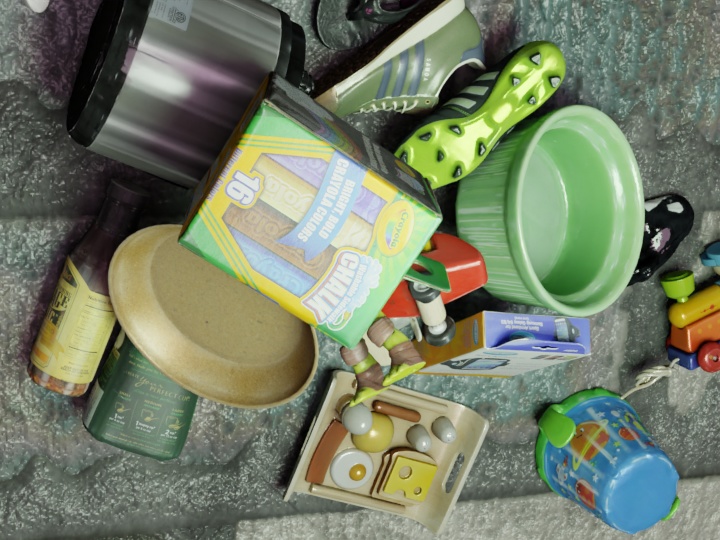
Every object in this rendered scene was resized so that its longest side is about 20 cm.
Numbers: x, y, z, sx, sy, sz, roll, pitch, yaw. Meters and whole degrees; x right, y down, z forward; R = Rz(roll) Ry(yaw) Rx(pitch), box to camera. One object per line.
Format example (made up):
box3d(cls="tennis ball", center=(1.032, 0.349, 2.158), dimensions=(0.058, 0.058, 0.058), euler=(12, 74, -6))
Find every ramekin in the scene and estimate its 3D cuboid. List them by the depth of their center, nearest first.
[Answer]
box3d(cls="ramekin", center=(0.185, -0.057, 1.115), dimensions=(0.198, 0.097, 0.204), euler=(-1, 91, -41))

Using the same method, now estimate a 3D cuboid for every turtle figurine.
box3d(cls="turtle figurine", center=(-0.018, 0.032, 0.983), dimensions=(0.199, 0.064, 0.163), euler=(-33, 79, 29))

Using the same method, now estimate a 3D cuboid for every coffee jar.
box3d(cls="coffee jar", center=(-0.185, 0.070, 1.069), dimensions=(0.103, 0.085, 0.203), euler=(21, 101, -16))

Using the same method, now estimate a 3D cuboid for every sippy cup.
box3d(cls="sippy cup", center=(0.284, 0.221, 1.262), dimensions=(0.175, 0.130, 0.142), euler=(-3, 110, -19))

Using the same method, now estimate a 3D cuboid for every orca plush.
box3d(cls="orca plush", center=(0.285, -0.018, 1.214), dimensions=(0.197, 0.071, 0.107), euler=(-16, 112, -14))

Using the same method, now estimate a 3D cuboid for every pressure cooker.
box3d(cls="pressure cooker", center=(-0.134, -0.156, 0.960), dimensions=(0.197, 0.179, 0.179), euler=(19, 98, -23))

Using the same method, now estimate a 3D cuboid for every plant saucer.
box3d(cls="plant saucer", center=(-0.121, 0.033, 0.964), dimensions=(0.197, 0.036, 0.203), euler=(14, 132, 16))

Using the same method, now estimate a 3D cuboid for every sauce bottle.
box3d(cls="sauce bottle", center=(-0.248, 0.014, 1.042), dimensions=(0.065, 0.066, 0.203), euler=(19, 98, -24))

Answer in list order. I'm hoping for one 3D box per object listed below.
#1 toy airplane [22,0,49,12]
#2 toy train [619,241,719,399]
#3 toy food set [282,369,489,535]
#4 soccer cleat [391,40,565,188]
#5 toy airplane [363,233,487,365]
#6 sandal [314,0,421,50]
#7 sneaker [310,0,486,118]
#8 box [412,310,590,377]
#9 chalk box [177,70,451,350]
box3d(cls="toy airplane", center=(-0.313, -0.269, 0.878), dimensions=(0.197, 0.141, 0.202), euler=(-30, 115, -8))
box3d(cls="toy train", center=(0.364, 0.054, 1.265), dimensions=(0.197, 0.085, 0.117), euler=(-24, 104, -10))
box3d(cls="toy food set", center=(0.028, 0.200, 1.202), dimensions=(0.197, 0.060, 0.146), euler=(18, 101, -23))
box3d(cls="soccer cleat", center=(0.111, -0.147, 1.078), dimensions=(0.199, 0.081, 0.068), euler=(-37, 105, 11))
box3d(cls="toy airplane", center=(0.000, 0.000, 1.092), dimensions=(0.197, 0.143, 0.200), euler=(26, 137, -16))
box3d(cls="sandal", center=(0.041, -0.278, 1.052), dimensions=(0.199, 0.048, 0.076), euler=(-36, 116, -6))
box3d(cls="sneaker", center=(0.037, -0.177, 1.073), dimensions=(0.199, 0.067, 0.090), euler=(-37, 112, -7))
box3d(cls="box", center=(0.142, 0.075, 1.130), dimensions=(0.117, 0.200, 0.042), euler=(4, 74, -20))
box3d(cls="chalk box", center=(-0.020, -0.036, 0.854), dimensions=(0.198, 0.125, 0.125), euler=(33, 104, -12))
